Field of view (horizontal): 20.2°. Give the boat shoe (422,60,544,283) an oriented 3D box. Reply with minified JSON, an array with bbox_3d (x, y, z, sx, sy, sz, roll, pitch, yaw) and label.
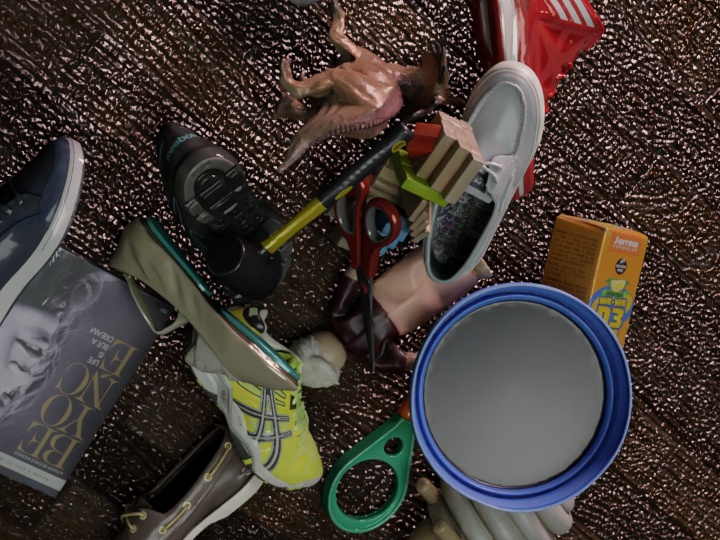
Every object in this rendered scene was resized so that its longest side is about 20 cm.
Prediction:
[{"bbox_3d":[0.102,-0.077,1.712,0.070,0.072,0.202,21,115,5],"label":"boat shoe"}]

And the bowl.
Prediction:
[{"bbox_3d":[0.139,0.111,1.788,0.199,0.039,0.202,0,92,-7],"label":"bowl"}]

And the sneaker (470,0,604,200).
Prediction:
[{"bbox_3d":[0.165,-0.164,1.769,0.115,0.078,0.201,-13,117,-17],"label":"sneaker"}]

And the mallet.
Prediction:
[{"bbox_3d":[-0.034,-0.047,1.660,0.199,0.041,0.066,-35,147,2],"label":"mallet"}]

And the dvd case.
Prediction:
[{"bbox_3d":[-0.269,0.082,1.715,0.148,0.016,0.201,29,98,-31],"label":"dvd case"}]

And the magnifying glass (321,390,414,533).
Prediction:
[{"bbox_3d":[0.033,0.155,1.876,0.079,0.022,0.201,26,98,-30],"label":"magnifying glass"}]

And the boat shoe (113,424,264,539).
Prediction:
[{"bbox_3d":[-0.175,0.218,1.783,0.200,0.072,0.060,-40,115,-8],"label":"boat shoe"}]

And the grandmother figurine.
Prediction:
[{"bbox_3d":[0.021,0.040,1.805,0.199,0.061,0.122,-34,93,-4],"label":"grandmother figurine"}]

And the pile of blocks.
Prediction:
[{"bbox_3d":[0.021,-0.065,1.702,0.062,0.083,0.200,22,143,-26],"label":"pile of blocks"}]

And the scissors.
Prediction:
[{"bbox_3d":[0.000,0.000,1.731,0.014,0.073,0.201,-34,147,-34],"label":"scissors"}]

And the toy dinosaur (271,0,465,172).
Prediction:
[{"bbox_3d":[0.007,-0.143,1.667,0.135,0.200,0.086,26,132,7],"label":"toy dinosaur"}]

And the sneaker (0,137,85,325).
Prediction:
[{"bbox_3d":[-0.319,-0.040,1.606,0.146,0.077,0.203,30,98,-33],"label":"sneaker"}]

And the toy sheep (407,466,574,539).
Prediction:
[{"bbox_3d":[0.132,0.218,1.883,0.199,0.138,0.138,-29,121,9],"label":"toy sheep"}]

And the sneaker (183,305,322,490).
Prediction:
[{"bbox_3d":[-0.078,0.115,1.766,0.076,0.076,0.200,-18,125,21],"label":"sneaker"}]

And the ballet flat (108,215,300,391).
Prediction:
[{"bbox_3d":[-0.135,0.043,1.682,0.069,0.069,0.200,-43,78,-2],"label":"ballet flat"}]

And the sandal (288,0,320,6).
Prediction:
[{"bbox_3d":[0.015,-0.289,1.668,0.200,0.045,0.075,-42,120,-2],"label":"sandal"}]

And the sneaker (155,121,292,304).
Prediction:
[{"bbox_3d":[-0.115,-0.051,1.699,0.075,0.079,0.200,-36,141,-12],"label":"sneaker"}]

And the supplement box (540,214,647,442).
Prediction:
[{"bbox_3d":[0.200,0.054,1.855,0.066,0.069,0.201,7,95,-43],"label":"supplement box"}]
